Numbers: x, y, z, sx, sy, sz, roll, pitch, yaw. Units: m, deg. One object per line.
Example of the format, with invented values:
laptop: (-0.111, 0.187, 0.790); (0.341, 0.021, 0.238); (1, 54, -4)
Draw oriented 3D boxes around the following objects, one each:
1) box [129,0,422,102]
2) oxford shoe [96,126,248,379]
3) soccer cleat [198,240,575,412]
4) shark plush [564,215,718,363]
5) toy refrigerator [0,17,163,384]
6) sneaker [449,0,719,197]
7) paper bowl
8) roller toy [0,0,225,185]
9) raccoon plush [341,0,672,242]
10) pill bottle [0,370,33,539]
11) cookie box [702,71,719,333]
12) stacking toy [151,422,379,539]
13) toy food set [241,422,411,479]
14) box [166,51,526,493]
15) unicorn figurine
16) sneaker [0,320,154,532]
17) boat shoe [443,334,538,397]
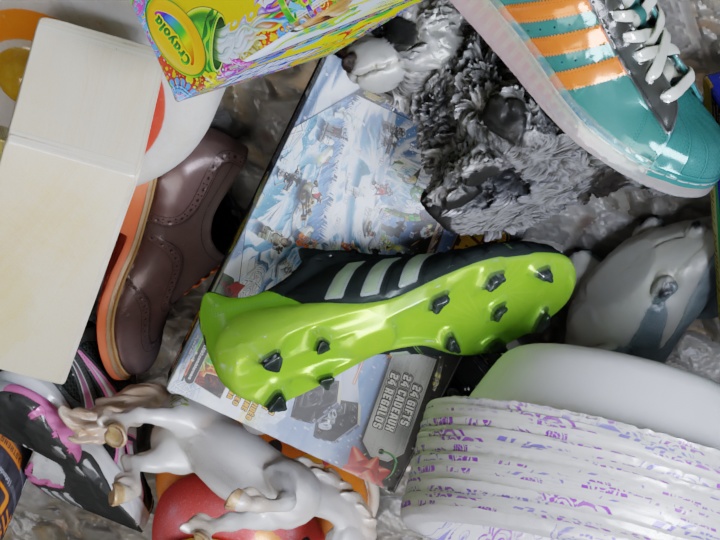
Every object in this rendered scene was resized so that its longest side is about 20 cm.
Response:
box: (-0.026, -0.210, 1.178); (0.192, 0.122, 0.201); (-27, 88, 38)
oxford shoe: (-0.107, -0.004, 1.529); (0.072, 0.071, 0.200); (11, 139, -3)
soccer cleat: (0.014, 0.013, 1.383); (0.199, 0.081, 0.068); (-14, 131, -19)
shark plush: (0.175, 0.002, 1.468); (0.083, 0.091, 0.200); (23, 120, -35)
toy refrigerator: (-0.153, -0.030, 1.312); (0.070, 0.076, 0.200); (16, 147, -8)
sneaker: (0.112, -0.123, 1.296); (0.200, 0.071, 0.080); (45, 125, 1)
paper bowl: (0.127, 0.103, 1.370); (0.200, 0.105, 0.201); (15, 170, 3)
roller toy: (-0.147, -0.136, 1.349); (0.182, 0.140, 0.200); (26, 137, -9)
raccoon plush: (0.079, -0.092, 1.386); (0.200, 0.134, 0.097); (7, 141, -43)
pill bottle: (-0.269, 0.150, 1.646); (0.106, 0.200, 0.106); (10, 138, 9)
cookie box: (0.233, 0.014, 1.307); (0.075, 0.200, 0.172); (-13, 124, -5)
stacking toy: (-0.077, 0.184, 1.616); (0.146, 0.200, 0.146); (10, 138, 9)
toy food set: (-0.008, 0.093, 1.543); (0.200, 0.061, 0.143); (31, 171, -8)
box: (0.000, 0.000, 1.433); (0.137, 0.040, 0.201); (26, 99, -7)
unicorn figurine: (-0.067, 0.123, 1.533); (0.200, 0.137, 0.074); (47, 116, 15)
sneaker: (-0.159, 0.091, 1.640); (0.080, 0.087, 0.200); (22, 160, 18)
boat shoe: (0.116, 0.106, 1.554); (0.060, 0.076, 0.200); (-38, 106, 10)
